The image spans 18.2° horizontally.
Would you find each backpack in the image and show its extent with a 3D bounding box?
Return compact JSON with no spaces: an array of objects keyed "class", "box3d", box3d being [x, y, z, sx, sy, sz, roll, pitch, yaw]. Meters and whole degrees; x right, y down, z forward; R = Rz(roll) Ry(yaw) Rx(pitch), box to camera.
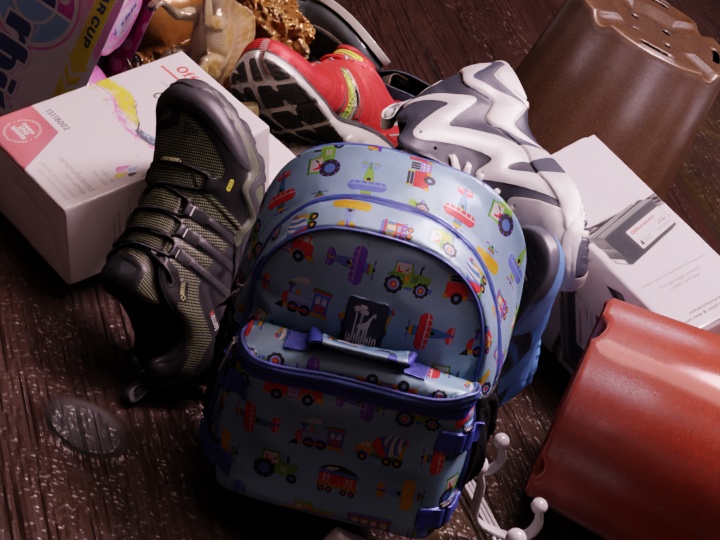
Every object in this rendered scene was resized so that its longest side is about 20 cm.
[{"class":"backpack","box3d":[0.005,0.035,1.328,0.182,0.201,0.135,17,32,1]}]

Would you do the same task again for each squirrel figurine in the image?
[{"class":"squirrel figurine","box3d":[-0.114,-0.219,1.762,0.186,0.142,0.201,-27,75,-23]}]

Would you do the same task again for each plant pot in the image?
[{"class":"plant pot","box3d":[0.227,0.123,1.524,0.194,0.202,0.201,24,25,6]},{"class":"plant pot","box3d":[0.206,-0.131,1.928,0.199,0.199,0.201,25,27,-13]}]

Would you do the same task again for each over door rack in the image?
[{"class":"over door rack","box3d":[0.040,0.139,1.422,0.199,0.067,0.148,14,29,-31]}]

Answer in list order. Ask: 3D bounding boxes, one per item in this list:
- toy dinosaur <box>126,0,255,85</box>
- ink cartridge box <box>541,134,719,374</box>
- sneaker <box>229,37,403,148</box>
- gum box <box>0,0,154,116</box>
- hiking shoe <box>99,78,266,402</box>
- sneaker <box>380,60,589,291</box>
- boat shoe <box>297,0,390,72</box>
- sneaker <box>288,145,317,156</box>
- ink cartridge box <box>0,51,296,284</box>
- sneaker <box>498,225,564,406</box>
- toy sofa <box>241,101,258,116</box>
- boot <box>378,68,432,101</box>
[{"class":"toy dinosaur","box3d":[-0.115,-0.153,1.637,0.058,0.201,0.101,33,34,30]},{"class":"ink cartridge box","box3d":[0.198,0.019,1.695,0.084,0.145,0.200,-25,54,-24]},{"class":"sneaker","box3d":[-0.028,-0.136,1.698,0.077,0.085,0.200,1,-20,34]},{"class":"gum box","box3d":[-0.211,-0.199,1.605,0.113,0.201,0.066,34,26,11]},{"class":"hiking shoe","box3d":[-0.114,-0.018,1.405,0.075,0.201,0.100,5,12,35]},{"class":"sneaker","box3d":[0.077,-0.057,1.614,0.129,0.080,0.200,-15,64,-13]},{"class":"boat shoe","box3d":[-0.046,-0.188,1.824,0.200,0.062,0.073,33,-13,51]},{"class":"sneaker","box3d":[0.010,-0.034,1.692,0.199,0.088,0.076,15,-11,17]},{"class":"ink cartridge box","box3d":[-0.140,-0.079,1.516,0.199,0.068,0.116,-24,45,-28]},{"class":"sneaker","box3d":[0.093,0.040,1.501,0.078,0.200,0.066,-2,50,-34]},{"class":"toy sofa","box3d":[-0.088,-0.026,1.584,0.082,0.098,0.200,-8,39,-16]},{"class":"boot","box3d":[-0.005,-0.142,1.839,0.200,0.097,0.075,36,27,11]}]
